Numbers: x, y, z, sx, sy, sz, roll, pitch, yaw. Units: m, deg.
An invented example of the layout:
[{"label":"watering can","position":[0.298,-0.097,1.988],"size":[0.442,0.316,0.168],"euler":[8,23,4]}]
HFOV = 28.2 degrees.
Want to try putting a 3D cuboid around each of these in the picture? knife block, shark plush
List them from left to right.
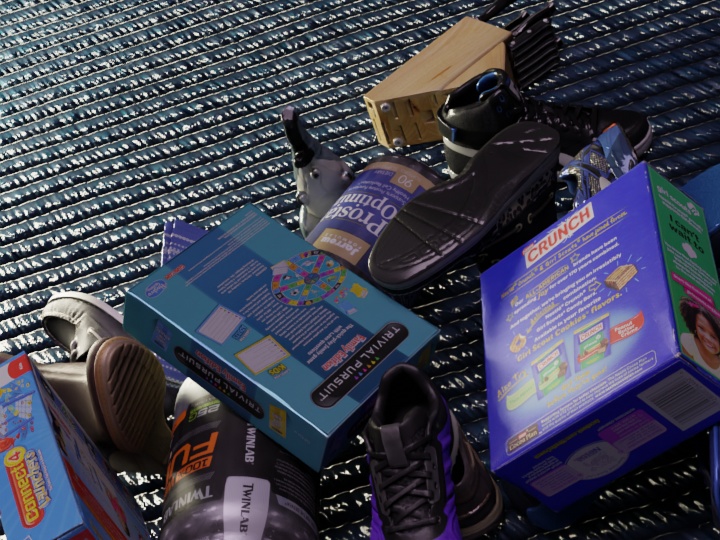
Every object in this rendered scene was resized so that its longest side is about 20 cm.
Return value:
[{"label":"shark plush","position":[-0.053,-0.096,1.347],"size":[0.091,0.200,0.084],"euler":[-33,67,12]},{"label":"knife block","position":[0.111,-0.218,1.495],"size":[0.199,0.064,0.176],"euler":[-9,42,14]}]

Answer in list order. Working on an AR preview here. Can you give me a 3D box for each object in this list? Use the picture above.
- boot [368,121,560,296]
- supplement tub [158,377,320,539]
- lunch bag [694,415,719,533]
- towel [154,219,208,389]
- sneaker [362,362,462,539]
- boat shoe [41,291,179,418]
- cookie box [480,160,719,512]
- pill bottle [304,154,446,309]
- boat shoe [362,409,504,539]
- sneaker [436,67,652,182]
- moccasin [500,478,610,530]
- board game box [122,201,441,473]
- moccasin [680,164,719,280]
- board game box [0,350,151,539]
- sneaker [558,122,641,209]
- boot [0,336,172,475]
[{"label":"boot","position":[0.102,-0.012,1.207],"size":[0.203,0.154,0.073],"euler":[-41,49,-21]},{"label":"supplement tub","position":[-0.091,0.174,1.110],"size":[0.122,0.123,0.201],"euler":[-12,41,10]},{"label":"lunch bag","position":[0.300,0.111,1.005],"size":[0.131,0.136,0.201],"euler":[-5,44,17]},{"label":"towel","position":[-0.118,0.044,1.282],"size":[0.144,0.024,0.201],"euler":[20,40,-18]},{"label":"sneaker","position":[0.031,0.150,1.006],"size":[0.069,0.100,0.201],"euler":[-10,47,9]},{"label":"boat shoe","position":[-0.230,0.079,1.312],"size":[0.199,0.074,0.060],"euler":[24,52,29]},{"label":"cookie box","position":[0.174,0.045,1.036],"size":[0.171,0.075,0.201],"euler":[-37,33,31]},{"label":"pill bottle","position":[0.000,0.000,1.268],"size":[0.111,0.112,0.200],"euler":[14,51,34]},{"label":"boat shoe","position":[0.049,0.127,1.140],"size":[0.074,0.074,0.200],"euler":[-31,42,-12]},{"label":"sneaker","position":[0.170,-0.142,1.351],"size":[0.199,0.112,0.073],"euler":[-9,43,13]},{"label":"moccasin","position":[0.186,0.108,1.101],"size":[0.200,0.081,0.068],"euler":[-37,39,-19]},{"label":"board game box","position":[-0.062,0.047,1.124],"size":[0.200,0.047,0.151],"euler":[34,47,19]},{"label":"moccasin","position":[0.255,-0.007,1.138],"size":[0.200,0.068,0.081],"euler":[-44,27,22]},{"label":"board game box","position":[-0.209,0.194,1.078],"size":[0.056,0.201,0.196],"euler":[-29,41,-4]},{"label":"sneaker","position":[0.230,-0.045,1.265],"size":[0.078,0.075,0.200],"euler":[-29,36,13]},{"label":"boot","position":[-0.240,0.101,1.185],"size":[0.165,0.200,0.073],"euler":[17,60,19]}]
